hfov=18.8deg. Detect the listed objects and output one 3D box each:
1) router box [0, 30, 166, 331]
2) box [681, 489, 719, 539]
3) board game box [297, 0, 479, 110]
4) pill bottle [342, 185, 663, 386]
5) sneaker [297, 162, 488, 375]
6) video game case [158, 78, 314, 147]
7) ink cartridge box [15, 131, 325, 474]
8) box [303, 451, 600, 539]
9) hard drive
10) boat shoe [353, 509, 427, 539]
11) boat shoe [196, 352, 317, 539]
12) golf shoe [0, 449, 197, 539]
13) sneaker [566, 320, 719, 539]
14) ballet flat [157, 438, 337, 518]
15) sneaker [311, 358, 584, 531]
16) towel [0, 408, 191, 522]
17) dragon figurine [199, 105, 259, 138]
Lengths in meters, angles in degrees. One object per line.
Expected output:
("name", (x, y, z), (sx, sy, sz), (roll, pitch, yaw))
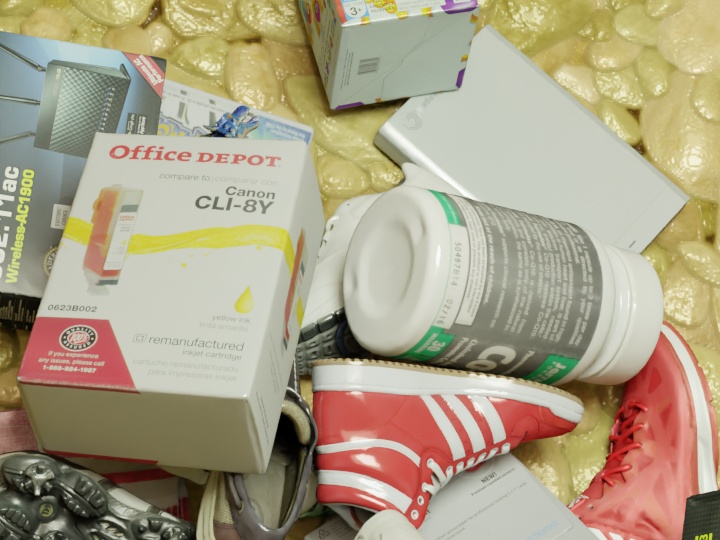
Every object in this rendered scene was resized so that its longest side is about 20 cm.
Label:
("router box", (-0.217, -0.059, 1.466), (0.149, 0.062, 0.201), (8, 65, -7))
("box", (0.270, 0.267, 1.393), (0.200, 0.047, 0.194), (36, 53, -35))
("board game box", (0.006, -0.234, 1.580), (0.103, 0.105, 0.201), (-10, 62, -12))
("pill bottle", (0.098, 0.016, 1.451), (0.199, 0.113, 0.114), (12, 62, -32))
("sneaker", (0.000, 0.000, 1.517), (0.200, 0.075, 0.087), (-37, 63, -28))
("video game case", (-0.150, -0.052, 1.524), (0.199, 0.022, 0.183), (18, 64, -4))
("ink cartridge box", (-0.113, 0.015, 1.335), (0.145, 0.084, 0.201), (3, 52, 11))
("box", (0.082, 0.207, 1.405), (0.156, 0.041, 0.200), (-30, 52, -23))
("hard drive", (0.126, -0.074, 1.592), (0.200, 0.026, 0.132), (42, 64, 7))
("boat shoe", (-0.010, 0.232, 1.350), (0.071, 0.200, 0.070), (1, 38, -33))
("boat shoe", (-0.058, 0.101, 1.355), (0.072, 0.065, 0.200), (28, 44, -23))
("golf shoe", (-0.152, 0.170, 1.372), (0.200, 0.094, 0.078), (40, 86, -21))
("sneaker", (0.181, 0.131, 1.484), (0.115, 0.078, 0.201), (-5, 66, -16))
("ballet flat", (-0.086, 0.124, 1.412), (0.199, 0.074, 0.074), (25, 63, -14))
("sneaker", (0.055, 0.122, 1.415), (0.199, 0.071, 0.113), (8, 79, -26))
("towel", (-0.178, 0.180, 1.413), (0.143, 0.023, 0.201), (-6, 68, -14))
("dragon figurine", (-0.103, -0.017, 1.473), (0.099, 0.059, 0.200), (27, 63, 1))
